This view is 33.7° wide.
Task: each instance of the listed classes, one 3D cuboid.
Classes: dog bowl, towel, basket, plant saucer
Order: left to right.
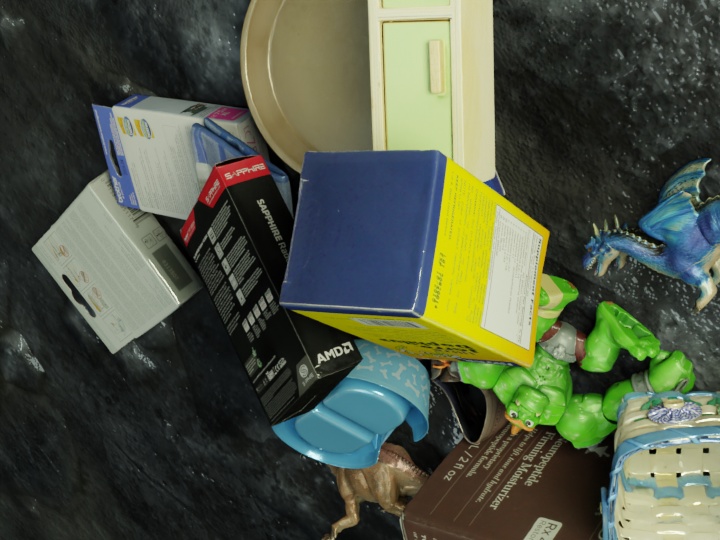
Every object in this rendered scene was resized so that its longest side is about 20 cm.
[{"bbox_3d":[-0.105,-0.027,1.099,0.147,0.024,0.202,36,139,41],"label":"towel"},{"bbox_3d":[-0.008,-0.167,0.955,0.198,0.029,0.203,7,105,28],"label":"plant saucer"},{"bbox_3d":[-0.007,0.124,1.102,0.111,0.050,0.200,29,146,-14],"label":"dog bowl"},{"bbox_3d":[0.255,0.175,0.862,0.174,0.201,0.140,-4,125,6],"label":"basket"}]

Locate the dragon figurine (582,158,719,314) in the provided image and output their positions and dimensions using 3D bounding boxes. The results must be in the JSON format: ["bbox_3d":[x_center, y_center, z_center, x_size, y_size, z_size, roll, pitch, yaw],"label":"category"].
[{"bbox_3d":[0.239,-0.039,0.855,0.099,0.059,0.200,43,139,7],"label":"dragon figurine"}]

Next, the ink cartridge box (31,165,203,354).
[{"bbox_3d":[-0.275,-0.007,1.333,0.163,0.057,0.200,53,146,-4],"label":"ink cartridge box"}]

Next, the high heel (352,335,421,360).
[{"bbox_3d":[0.002,0.097,1.127,0.097,0.067,0.201,64,145,33],"label":"high heel"}]

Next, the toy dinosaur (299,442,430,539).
[{"bbox_3d":[0.011,0.200,1.209,0.198,0.086,0.137,-4,109,36],"label":"toy dinosaur"}]

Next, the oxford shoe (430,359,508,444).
[{"bbox_3d":[0.092,0.058,1.040,0.071,0.072,0.202,-4,116,41],"label":"oxford shoe"}]

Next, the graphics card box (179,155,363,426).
[{"bbox_3d":[-0.081,0.019,1.013,0.201,0.050,0.126,63,148,15],"label":"graphics card box"}]

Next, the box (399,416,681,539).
[{"bbox_3d":[0.168,0.251,1.044,0.198,0.166,0.166,9,124,35],"label":"box"}]

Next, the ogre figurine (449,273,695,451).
[{"bbox_3d":[0.161,0.073,0.977,0.198,0.098,0.121,20,119,-12],"label":"ogre figurine"}]

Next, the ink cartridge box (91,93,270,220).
[{"bbox_3d":[-0.172,-0.108,1.171,0.198,0.042,0.120,10,126,32],"label":"ink cartridge box"}]

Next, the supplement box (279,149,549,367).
[{"bbox_3d":[0.045,-0.004,0.856,0.108,0.200,0.110,3,77,32],"label":"supplement box"}]

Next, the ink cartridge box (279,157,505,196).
[{"bbox_3d":[0.022,-0.085,1.023,0.199,0.039,0.100,-11,111,43],"label":"ink cartridge box"}]

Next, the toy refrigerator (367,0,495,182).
[{"bbox_3d":[0.051,-0.164,0.868,0.075,0.070,0.203,5,103,27],"label":"toy refrigerator"}]
